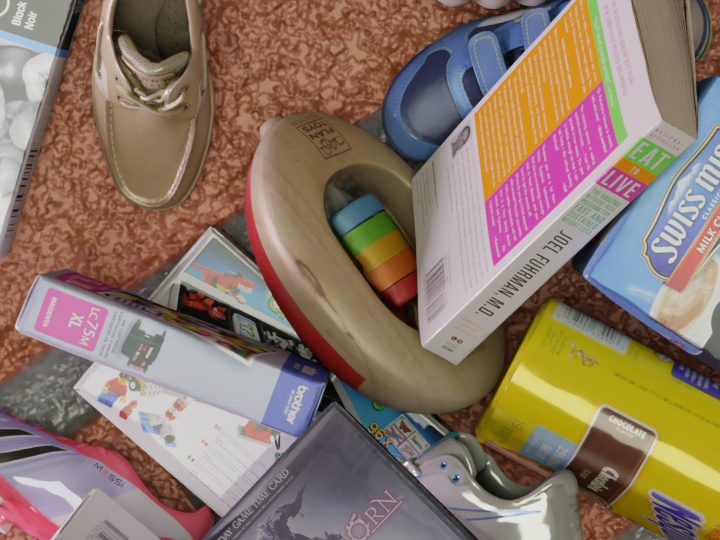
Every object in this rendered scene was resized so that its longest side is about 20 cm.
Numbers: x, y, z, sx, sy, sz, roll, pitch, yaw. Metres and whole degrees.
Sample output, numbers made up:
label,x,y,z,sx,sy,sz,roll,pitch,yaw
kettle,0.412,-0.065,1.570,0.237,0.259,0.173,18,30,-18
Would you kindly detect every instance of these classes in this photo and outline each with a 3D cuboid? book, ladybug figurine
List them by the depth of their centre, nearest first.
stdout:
label,x,y,z,sx,sy,sz,roll,pitch,yaw
book,0.099,-0.058,1.537,0.048,0.134,0.200,27,128,-25
ladybug figurine,0.000,0.000,1.625,0.072,0.136,0.200,-41,78,42

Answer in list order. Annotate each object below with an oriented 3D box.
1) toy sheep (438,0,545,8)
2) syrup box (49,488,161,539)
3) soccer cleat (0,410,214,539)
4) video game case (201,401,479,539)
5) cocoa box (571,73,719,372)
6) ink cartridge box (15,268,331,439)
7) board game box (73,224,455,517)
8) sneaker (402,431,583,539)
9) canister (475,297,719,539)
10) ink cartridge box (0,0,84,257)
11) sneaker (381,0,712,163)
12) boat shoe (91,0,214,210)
label,x,y,z,sx,sy,sz,roll,pitch,yaw
toy sheep,0.089,-0.214,1.603,0.199,0.138,0.138,-14,92,-4
syrup box,-0.185,0.227,1.620,0.081,0.079,0.200,40,119,-2
soccer cleat,-0.180,0.121,1.668,0.200,0.067,0.077,34,64,5
video game case,0.008,0.188,1.500,0.200,0.019,0.143,44,91,13
cocoa box,0.205,-0.019,1.570,0.131,0.200,0.134,33,93,1
ink cartridge box,-0.085,0.051,1.589,0.200,0.119,0.042,23,92,1
board game box,-0.051,0.085,1.667,0.200,0.035,0.126,41,94,0
sneaker,0.033,0.130,1.597,0.199,0.075,0.087,4,104,14
canister,0.171,0.100,1.604,0.200,0.149,0.087,27,78,3
ink cartridge box,-0.272,-0.131,1.662,0.199,0.043,0.199,17,94,2
sneaker,0.104,-0.119,1.628,0.200,0.082,0.074,-22,94,4
boat shoe,-0.119,-0.119,1.618,0.072,0.065,0.200,7,117,2
